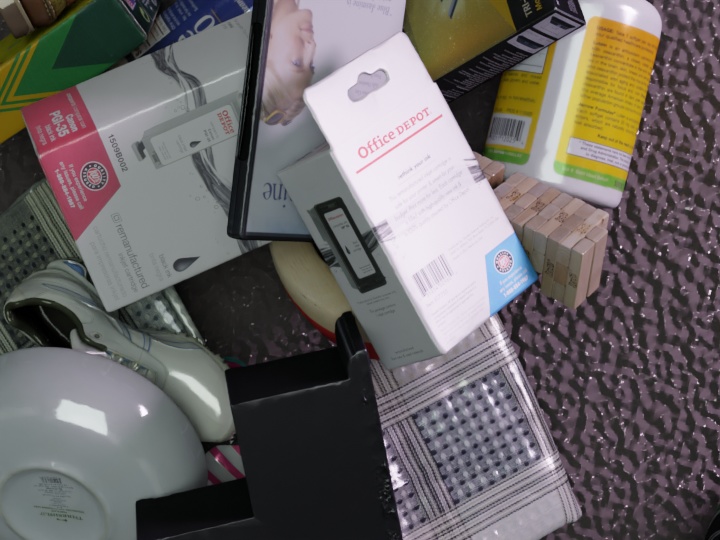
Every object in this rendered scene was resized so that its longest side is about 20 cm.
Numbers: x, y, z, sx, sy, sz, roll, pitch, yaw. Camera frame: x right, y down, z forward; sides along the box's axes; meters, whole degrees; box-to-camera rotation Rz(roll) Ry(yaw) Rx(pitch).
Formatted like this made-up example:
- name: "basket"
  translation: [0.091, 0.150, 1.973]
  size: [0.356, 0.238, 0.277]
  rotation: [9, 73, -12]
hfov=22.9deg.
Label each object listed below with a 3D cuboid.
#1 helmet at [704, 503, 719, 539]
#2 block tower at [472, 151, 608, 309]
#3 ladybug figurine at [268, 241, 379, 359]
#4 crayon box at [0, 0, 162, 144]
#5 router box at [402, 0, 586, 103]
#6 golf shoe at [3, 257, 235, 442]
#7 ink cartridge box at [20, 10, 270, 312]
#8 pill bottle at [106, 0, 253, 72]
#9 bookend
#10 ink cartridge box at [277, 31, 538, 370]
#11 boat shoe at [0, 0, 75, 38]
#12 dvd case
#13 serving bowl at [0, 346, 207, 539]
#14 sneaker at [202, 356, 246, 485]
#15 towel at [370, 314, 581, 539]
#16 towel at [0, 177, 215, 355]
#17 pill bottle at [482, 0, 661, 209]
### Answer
- name: "helmet"
  translation: [0.340, 0.222, 1.300]
  size: [0.198, 0.191, 0.201]
  rotation: [5, 57, -7]
- name: "block tower"
  translation: [0.090, -0.044, 1.304]
  size: [0.199, 0.054, 0.058]
  rotation: [29, 136, 27]
- name: "ladybug figurine"
  translation: [0.000, 0.000, 1.345]
  size: [0.135, 0.200, 0.072]
  rotation: [-8, 131, -16]
- name: "crayon box"
  translation: [-0.247, -0.159, 1.362]
  size: [0.199, 0.127, 0.051]
  rotation: [-32, 110, 14]
- name: "router box"
  translation: [0.063, -0.238, 1.330]
  size: [0.157, 0.052, 0.201]
  rotation: [-29, 69, 28]
- name: "golf shoe"
  translation: [-0.181, 0.072, 1.319]
  size: [0.199, 0.097, 0.079]
  rotation: [32, 109, 11]
- name: "ink cartridge box"
  translation: [-0.125, -0.082, 1.291]
  size: [0.199, 0.083, 0.147]
  rotation: [-24, 124, -7]
- name: "pill bottle"
  translation: [-0.124, -0.150, 1.371]
  size: [0.200, 0.111, 0.111]
  rotation: [-39, 88, 4]
- name: "bookend"
  translation: [-0.078, 0.155, 1.238]
  size: [0.199, 0.092, 0.200]
  rotation: [-13, 107, -4]
- name: "ink cartridge box"
  translation: [0.025, -0.049, 1.230]
  size: [0.116, 0.068, 0.201]
  rotation: [-35, 101, -38]
- name: "boat shoe"
  translation: [-0.248, -0.232, 1.354]
  size: [0.068, 0.200, 0.072]
  rotation: [-26, 123, -2]
- name: "dvd case"
  translation: [-0.028, -0.119, 1.248]
  size: [0.017, 0.142, 0.202]
  rotation: [12, 98, 41]
- name: "serving bowl"
  translation: [-0.215, 0.153, 1.301]
  size: [0.199, 0.066, 0.201]
  rotation: [7, 127, 9]
- name: "sneaker"
  translation: [-0.112, 0.130, 1.387]
  size: [0.199, 0.084, 0.122]
  rotation: [-12, 90, 4]
- name: "towel"
  translation: [0.053, 0.143, 1.354]
  size: [0.199, 0.035, 0.194]
  rotation: [-23, 93, -18]
- name: "towel"
  translation: [-0.232, 0.037, 1.403]
  size: [0.192, 0.035, 0.201]
  rotation: [-34, 89, 24]
- name: "pill bottle"
  translation: [0.166, -0.155, 1.349]
  size: [0.110, 0.111, 0.201]
  rotation: [14, 92, 4]
